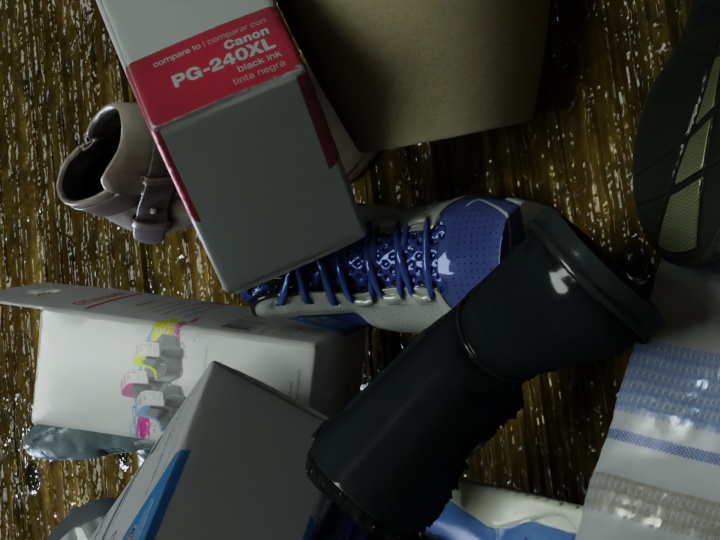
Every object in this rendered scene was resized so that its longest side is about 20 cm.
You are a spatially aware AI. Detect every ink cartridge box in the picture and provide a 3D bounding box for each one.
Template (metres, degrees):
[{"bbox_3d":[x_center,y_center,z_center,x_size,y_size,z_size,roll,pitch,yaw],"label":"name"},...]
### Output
[{"bbox_3d":[-0.079,-0.114,1.154,0.145,0.083,0.200,68,178,-54],"label":"ink cartridge box"},{"bbox_3d":[-0.108,0.054,1.262,0.199,0.115,0.068,8,96,14],"label":"ink cartridge box"},{"bbox_3d":[-0.100,0.168,1.168,0.200,0.086,0.147,-52,13,42],"label":"ink cartridge box"}]

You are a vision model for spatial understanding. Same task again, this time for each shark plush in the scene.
[{"bbox_3d":[-0.128,0.088,1.392,0.200,0.083,0.091,-12,78,52],"label":"shark plush"}]

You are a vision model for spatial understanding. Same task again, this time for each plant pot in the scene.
[{"bbox_3d":[0.026,-0.167,1.151,0.187,0.187,0.201,-5,98,53],"label":"plant pot"}]

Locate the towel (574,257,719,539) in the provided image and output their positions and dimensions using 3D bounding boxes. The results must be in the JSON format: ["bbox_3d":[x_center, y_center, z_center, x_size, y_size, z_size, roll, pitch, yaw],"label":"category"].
[{"bbox_3d":[0.163,0.078,1.002,0.147,0.024,0.201,9,76,49],"label":"towel"}]

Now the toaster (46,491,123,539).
[{"bbox_3d":[-0.143,0.225,1.385,0.200,0.113,0.130,-47,57,38],"label":"toaster"}]

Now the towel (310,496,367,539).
[{"bbox_3d":[-0.036,0.170,1.228,0.200,0.024,0.147,-52,8,44],"label":"towel"}]

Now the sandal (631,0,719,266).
[{"bbox_3d":[0.180,-0.097,1.025,0.080,0.057,0.202,7,79,58],"label":"sandal"}]

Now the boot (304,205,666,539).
[{"bbox_3d":[0.053,0.056,1.045,0.168,0.076,0.200,-46,2,-2],"label":"boot"}]

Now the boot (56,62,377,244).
[{"bbox_3d":[-0.077,-0.079,1.282,0.200,0.146,0.070,-45,53,41],"label":"boot"}]

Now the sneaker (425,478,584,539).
[{"bbox_3d":[0.086,0.167,1.110,0.199,0.077,0.112,8,85,46],"label":"sneaker"}]

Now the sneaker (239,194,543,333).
[{"bbox_3d":[0.000,0.000,1.203,0.199,0.115,0.081,0,89,53],"label":"sneaker"}]
